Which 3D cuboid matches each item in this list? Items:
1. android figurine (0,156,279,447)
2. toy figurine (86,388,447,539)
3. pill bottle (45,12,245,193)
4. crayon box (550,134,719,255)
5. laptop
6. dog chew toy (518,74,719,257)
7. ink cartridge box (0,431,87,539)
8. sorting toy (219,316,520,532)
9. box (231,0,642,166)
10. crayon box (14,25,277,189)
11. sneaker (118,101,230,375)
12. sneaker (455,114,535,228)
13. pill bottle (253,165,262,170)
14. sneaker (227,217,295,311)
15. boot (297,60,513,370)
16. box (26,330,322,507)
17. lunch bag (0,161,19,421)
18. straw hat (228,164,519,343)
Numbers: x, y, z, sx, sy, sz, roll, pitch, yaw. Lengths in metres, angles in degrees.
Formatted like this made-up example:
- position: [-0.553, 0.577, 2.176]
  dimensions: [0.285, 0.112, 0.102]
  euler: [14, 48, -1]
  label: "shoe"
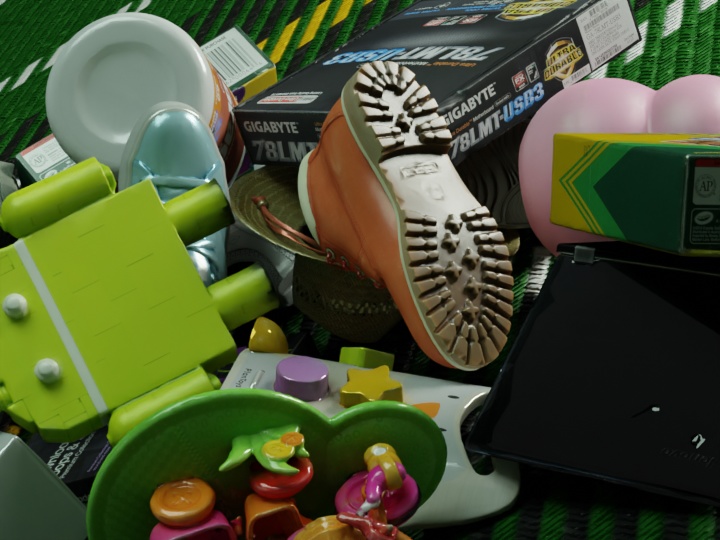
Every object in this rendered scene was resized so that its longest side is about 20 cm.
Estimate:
- position: [-0.156, 0.025, 1.645]
  dimensions: [0.200, 0.182, 0.041]
  euler: [-24, -16, -9]
  label: "android figurine"
- position: [-0.028, 0.166, 1.396]
  dimensions: [0.199, 0.150, 0.184]
  euler: [-14, 35, -8]
  label: "toy figurine"
- position: [-0.138, -0.098, 1.845]
  dimensions: [0.112, 0.112, 0.200]
  euler: [-24, -11, 3]
  label: "pill bottle"
- position: [0.231, -0.045, 1.523]
  dimensions: [0.199, 0.058, 0.173]
  euler: [0, 8, -20]
  label: "crayon box"
- position: [0.194, 0.050, 1.518]
  dimensions: [0.187, 0.116, 0.200]
  euler: [10, 9, 43]
  label: "laptop"
- position: [0.203, -0.067, 1.700]
  dimensions: [0.200, 0.125, 0.125]
  euler: [-10, 24, 18]
  label: "dog chew toy"
- position: [-0.277, 0.167, 1.684]
  dimensions: [0.145, 0.083, 0.200]
  euler: [-50, 27, -19]
  label: "ink cartridge box"
- position: [0.013, 0.099, 1.572]
  dimensions: [0.180, 0.107, 0.200]
  euler: [1, 27, 13]
  label: "sorting toy"
- position: [0.050, -0.128, 1.801]
  dimensions: [0.198, 0.050, 0.200]
  euler: [-32, 22, -34]
  label: "box"
- position: [-0.152, -0.066, 2.042]
  dimensions: [0.200, 0.173, 0.058]
  euler: [-32, 59, -19]
  label: "crayon box"
- position: [-0.108, -0.005, 1.708]
  dimensions: [0.074, 0.201, 0.082]
  euler: [-4, 6, -20]
  label: "sneaker"
- position: [0.108, -0.072, 1.843]
  dimensions: [0.200, 0.075, 0.106]
  euler: [-6, 8, -27]
  label: "sneaker"
- position: [0.029, -0.093, 1.978]
  dimensions: [0.200, 0.110, 0.110]
  euler: [-14, 23, 29]
  label: "pill bottle"
- position: [-0.104, -0.001, 1.957]
  dimensions: [0.200, 0.075, 0.082]
  euler: [-9, 29, 43]
  label: "sneaker"
- position: [0.024, -0.015, 1.650]
  dimensions: [0.075, 0.200, 0.107]
  euler: [-1, -31, -37]
  label: "boot"
- position: [-0.135, 0.107, 1.780]
  dimensions: [0.200, 0.036, 0.143]
  euler: [-17, 21, 27]
  label: "box"
- position: [-0.290, 0.025, 1.921]
  dimensions: [0.200, 0.117, 0.164]
  euler: [-67, 18, 10]
  label: "lunch bag"
- position: [0.000, 0.000, 1.795]
  dimensions: [0.201, 0.085, 0.201]
  euler: [10, 22, -4]
  label: "straw hat"
